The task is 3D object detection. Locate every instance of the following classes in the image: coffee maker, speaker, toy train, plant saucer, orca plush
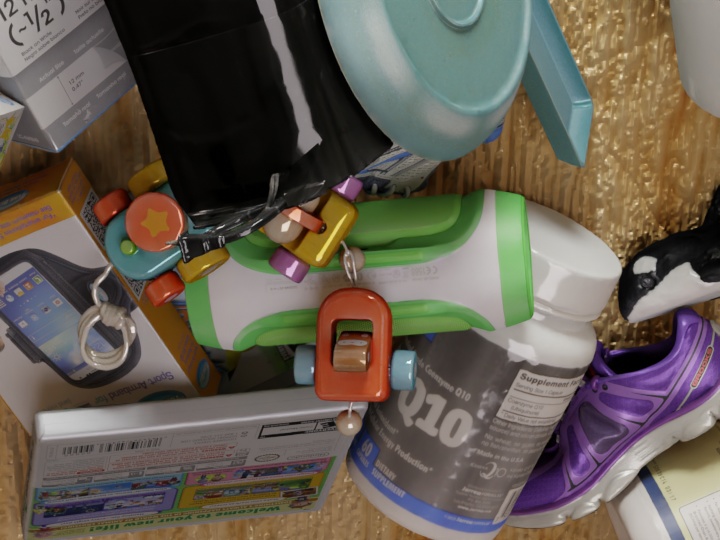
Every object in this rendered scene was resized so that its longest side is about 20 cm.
[{"bbox_3d":[-0.065,-0.137,1.241,0.134,0.192,0.201,-19,105,7],"label":"coffee maker"},{"bbox_3d":[0.000,0.000,1.408,0.199,0.089,0.089,-5,121,6],"label":"speaker"},{"bbox_3d":[-0.065,0.010,1.342,0.199,0.056,0.151,7,88,8],"label":"toy train"},{"bbox_3d":[0.041,-0.160,1.289,0.027,0.201,0.201,-8,130,35],"label":"plant saucer"},{"bbox_3d":[0.252,-0.032,1.529,0.199,0.105,0.071,-22,82,28],"label":"orca plush"},{"bbox_3d":[0.094,-0.156,1.425,0.019,0.070,0.201,-14,125,23],"label":"plant saucer"}]

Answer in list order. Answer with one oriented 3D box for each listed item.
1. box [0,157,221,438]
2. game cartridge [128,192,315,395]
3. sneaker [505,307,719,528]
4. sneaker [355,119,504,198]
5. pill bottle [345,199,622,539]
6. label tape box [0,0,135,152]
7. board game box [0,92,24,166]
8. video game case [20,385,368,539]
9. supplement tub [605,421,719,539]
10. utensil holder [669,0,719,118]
[{"bbox_3d":[-0.173,0.038,1.444,0.119,0.042,0.201,-21,118,22],"label":"box"},{"bbox_3d":[-0.086,0.028,1.496,0.133,0.041,0.201,-24,122,4],"label":"game cartridge"},{"bbox_3d":[0.159,0.092,1.574,0.200,0.081,0.083,-38,104,18],"label":"sneaker"},{"bbox_3d":[0.006,-0.073,1.431,0.199,0.077,0.086,-22,132,-14],"label":"sneaker"},{"bbox_3d":[0.079,0.062,1.511,0.113,0.114,0.201,17,112,-23],"label":"pill bottle"},{"bbox_3d":[-0.175,-0.187,1.299,0.143,0.066,0.201,-43,127,-25],"label":"label tape box"},{"bbox_3d":[-0.295,-0.077,1.314,0.199,0.034,0.135,30,111,12],"label":"board game box"},{"bbox_3d":[-0.107,0.120,1.486,0.199,0.022,0.182,-5,155,-13],"label":"video game case"},{"bbox_3d":[0.277,0.163,1.603,0.199,0.145,0.146,-24,122,0],"label":"supplement tub"},{"bbox_3d":[0.254,-0.203,1.379,0.169,0.170,0.201,-14,122,-7],"label":"utensil holder"}]
